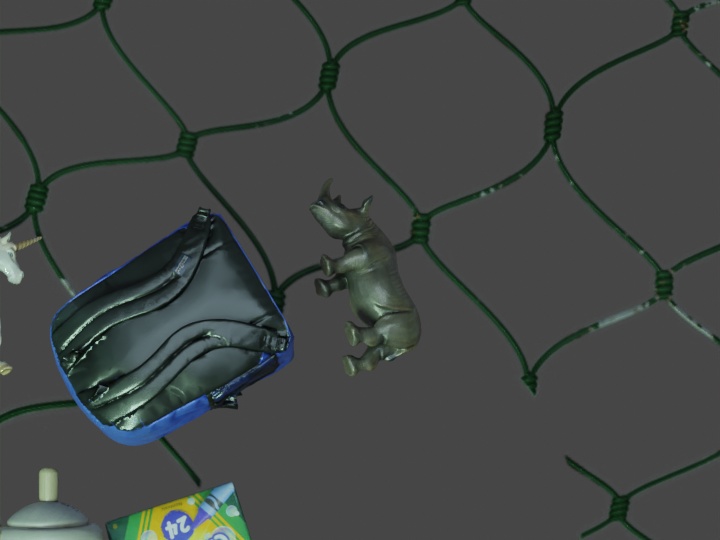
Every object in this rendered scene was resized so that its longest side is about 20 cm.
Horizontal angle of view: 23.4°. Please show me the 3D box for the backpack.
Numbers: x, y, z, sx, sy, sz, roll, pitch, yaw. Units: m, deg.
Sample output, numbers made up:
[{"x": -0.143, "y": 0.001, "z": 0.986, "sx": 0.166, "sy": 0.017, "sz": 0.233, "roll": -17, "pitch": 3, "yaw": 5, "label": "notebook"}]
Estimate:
[{"x": -0.177, "y": 0.073, "z": 1.621, "sx": 0.199, "sy": 0.168, "sz": 0.163, "roll": -31, "pitch": 75, "yaw": -10, "label": "backpack"}]

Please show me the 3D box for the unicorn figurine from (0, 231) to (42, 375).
[{"x": -0.381, "y": 0.047, "z": 1.655, "sx": 0.199, "sy": 0.074, "sz": 0.138, "roll": -24, "pitch": 65, "yaw": -7, "label": "unicorn figurine"}]

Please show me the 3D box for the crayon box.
[{"x": -0.147, "y": 0.312, "z": 1.608, "sx": 0.125, "sy": 0.052, "sz": 0.201, "roll": -17, "pitch": 75, "yaw": -11, "label": "crayon box"}]

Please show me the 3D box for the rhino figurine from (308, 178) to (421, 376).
[{"x": 0.000, "y": 0.000, "z": 1.719, "sx": 0.087, "sy": 0.060, "sz": 0.201, "roll": -12, "pitch": 72, "yaw": -24, "label": "rhino figurine"}]

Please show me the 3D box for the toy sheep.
[{"x": -0.287, "y": 0.279, "z": 1.564, "sx": 0.137, "sy": 0.138, "sz": 0.202, "roll": 0, "pitch": 90, "yaw": -6, "label": "toy sheep"}]
